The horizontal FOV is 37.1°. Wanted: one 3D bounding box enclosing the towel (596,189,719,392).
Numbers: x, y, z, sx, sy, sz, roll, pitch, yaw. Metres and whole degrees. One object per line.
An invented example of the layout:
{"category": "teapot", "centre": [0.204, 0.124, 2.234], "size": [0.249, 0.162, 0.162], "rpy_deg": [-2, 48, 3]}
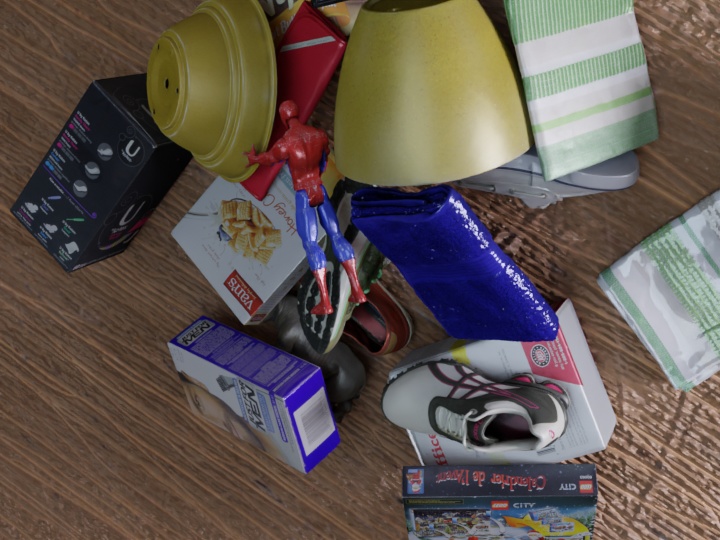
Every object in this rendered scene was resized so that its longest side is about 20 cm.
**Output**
{"category": "towel", "centre": [0.350, 0.011, 1.045], "size": [0.199, 0.031, 0.150], "rpy_deg": [-38, 89, 26]}

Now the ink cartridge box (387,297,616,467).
{"category": "ink cartridge box", "centre": [0.148, 0.133, 1.131], "size": [0.198, 0.083, 0.147], "rpy_deg": [-20, 96, 25]}

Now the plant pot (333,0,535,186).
{"category": "plant pot", "centre": [0.061, -0.184, 1.001], "size": [0.197, 0.200, 0.144], "rpy_deg": [1, 117, 22]}

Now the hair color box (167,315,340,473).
{"category": "hair color box", "centre": [-0.121, 0.135, 1.200], "size": [0.198, 0.065, 0.111], "rpy_deg": [20, 135, 41]}

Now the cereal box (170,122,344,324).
{"category": "cereal box", "centre": [-0.100, -0.060, 1.171], "size": [0.200, 0.039, 0.144], "rpy_deg": [-47, 72, 15]}

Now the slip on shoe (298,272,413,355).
{"category": "slip on shoe", "centre": [-0.026, 0.017, 1.183], "size": [0.200, 0.061, 0.074], "rpy_deg": [44, 118, 8]}

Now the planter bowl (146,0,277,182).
{"category": "planter bowl", "centre": [-0.167, -0.191, 1.103], "size": [0.199, 0.082, 0.204], "rpy_deg": [11, 103, 58]}

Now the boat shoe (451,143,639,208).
{"category": "boat shoe", "centre": [0.178, -0.098, 1.073], "size": [0.197, 0.071, 0.071], "rpy_deg": [8, 135, 16]}

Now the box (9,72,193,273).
{"category": "box", "centre": [-0.285, -0.112, 1.219], "size": [0.106, 0.122, 0.200], "rpy_deg": [44, 116, 6]}

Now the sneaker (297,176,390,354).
{"category": "sneaker", "centre": [0.000, 0.000, 1.115], "size": [0.077, 0.088, 0.202], "rpy_deg": [44, 121, 46]}

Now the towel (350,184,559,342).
{"category": "towel", "centre": [0.086, 0.000, 1.020], "size": [0.200, 0.050, 0.147], "rpy_deg": [46, 157, -29]}

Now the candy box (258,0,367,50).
{"category": "candy box", "centre": [-0.036, -0.297, 1.104], "size": [0.197, 0.055, 0.117], "rpy_deg": [-6, 102, 24]}

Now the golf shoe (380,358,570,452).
{"category": "golf shoe", "centre": [0.104, 0.137, 1.056], "size": [0.197, 0.088, 0.079], "rpy_deg": [0, 104, 24]}

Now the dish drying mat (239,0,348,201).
{"category": "dish drying mat", "centre": [-0.083, -0.174, 1.111], "size": [0.077, 0.018, 0.201], "rpy_deg": [45, 119, 22]}

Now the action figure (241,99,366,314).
{"category": "action figure", "centre": [-0.056, -0.063, 1.047], "size": [0.099, 0.064, 0.203], "rpy_deg": [3, 107, 64]}

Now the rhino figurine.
{"category": "rhino figurine", "centre": [-0.070, 0.079, 1.219], "size": [0.200, 0.060, 0.088], "rpy_deg": [47, 120, 6]}

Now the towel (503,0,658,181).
{"category": "towel", "centre": [0.204, -0.201, 0.996], "size": [0.023, 0.151, 0.203], "rpy_deg": [3, 110, 61]}

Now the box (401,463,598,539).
{"category": "box", "centre": [0.146, 0.255, 1.126], "size": [0.196, 0.038, 0.138], "rpy_deg": [-2, 139, 6]}

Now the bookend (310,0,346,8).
{"category": "bookend", "centre": [0.060, -0.309, 0.940], "size": [0.196, 0.200, 0.094], "rpy_deg": [-17, 100, -13]}
